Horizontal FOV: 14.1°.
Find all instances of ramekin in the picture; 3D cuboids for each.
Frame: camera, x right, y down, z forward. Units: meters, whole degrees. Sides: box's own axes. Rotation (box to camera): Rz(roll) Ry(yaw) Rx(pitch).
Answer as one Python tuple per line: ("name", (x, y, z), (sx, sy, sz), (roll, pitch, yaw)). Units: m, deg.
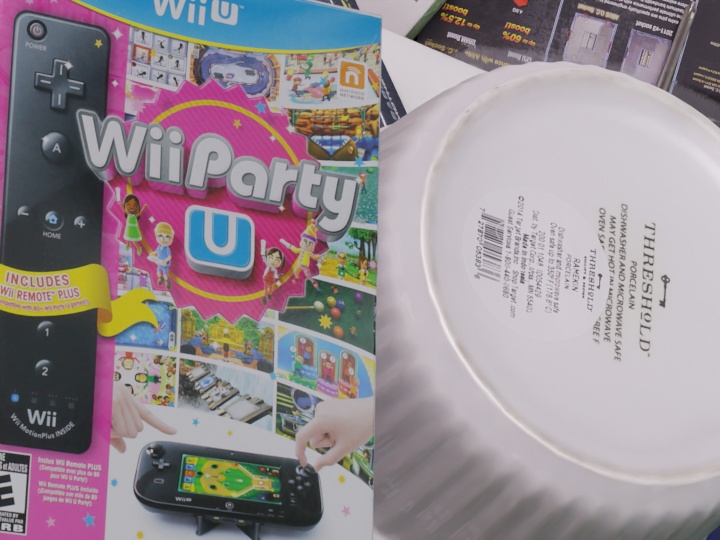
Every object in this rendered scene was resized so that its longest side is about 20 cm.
("ramekin", (0.070, 0.021, 1.046), (0.200, 0.105, 0.200), (11, 63, -22))

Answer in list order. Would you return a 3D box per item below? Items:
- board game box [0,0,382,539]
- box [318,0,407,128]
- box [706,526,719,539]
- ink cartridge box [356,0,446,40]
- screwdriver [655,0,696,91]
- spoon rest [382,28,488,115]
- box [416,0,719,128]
("board game box", (-0.072, 0.003, 0.957), (0.147, 0.064, 0.200), (10, 71, -28))
("box", (-0.071, -0.066, 1.160), (0.200, 0.158, 0.051), (67, 14, 10))
("box", (0.148, 0.146, 1.175), (0.121, 0.032, 0.200), (41, 32, -42))
("ink cartridge box", (-0.010, -0.172, 1.228), (0.146, 0.200, 0.048), (43, 30, 1))
("screwdriver", (0.107, -0.020, 1.242), (0.028, 0.029, 0.200), (20, 90, 8))
("spoon rest", (0.023, -0.063, 1.197), (0.200, 0.061, 0.099), (16, 31, 5))
("box", (0.133, -0.117, 1.259), (0.200, 0.158, 0.050), (17, 10, 12))
